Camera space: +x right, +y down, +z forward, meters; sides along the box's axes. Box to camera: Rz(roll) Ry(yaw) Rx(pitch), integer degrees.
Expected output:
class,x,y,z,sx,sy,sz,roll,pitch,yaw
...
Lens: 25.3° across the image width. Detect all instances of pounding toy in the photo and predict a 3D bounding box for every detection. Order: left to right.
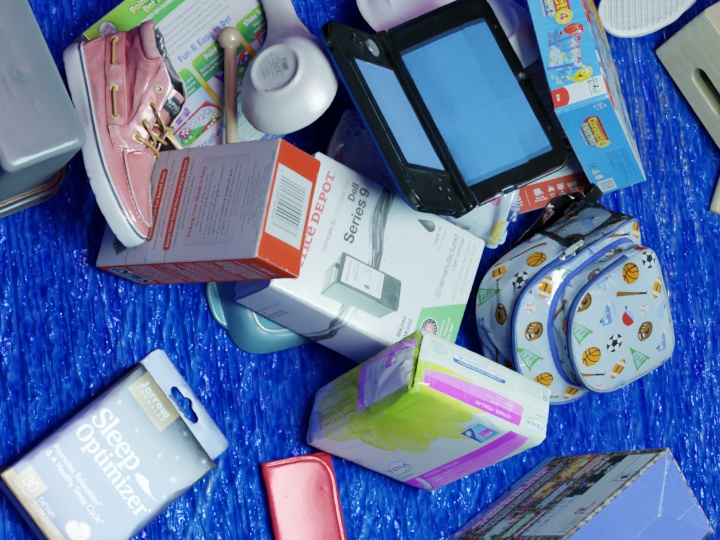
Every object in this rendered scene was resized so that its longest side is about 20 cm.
class,x,y,z,sx,sy,sz,roll,pitch,yaw
pounding toy,0.449,-0.207,1.842,0.184,0.142,0.200,-30,85,-31

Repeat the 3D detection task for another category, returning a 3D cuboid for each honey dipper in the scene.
class,x,y,z,sx,sy,sz,roll,pitch,yaw
honey dipper,-0.123,-0.134,1.503,0.038,0.038,0.201,3,75,-29

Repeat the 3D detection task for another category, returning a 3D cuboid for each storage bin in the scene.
class,x,y,z,sx,sy,sz,roll,pitch,yaw
storage bin,-0.328,-0.152,1.379,0.145,0.134,0.200,-25,92,-31

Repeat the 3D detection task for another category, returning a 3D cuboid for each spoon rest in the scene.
class,x,y,z,sx,sy,sz,roll,pitch,yaw
spoon rest,-0.075,-0.213,1.501,0.061,0.099,0.200,43,30,-59

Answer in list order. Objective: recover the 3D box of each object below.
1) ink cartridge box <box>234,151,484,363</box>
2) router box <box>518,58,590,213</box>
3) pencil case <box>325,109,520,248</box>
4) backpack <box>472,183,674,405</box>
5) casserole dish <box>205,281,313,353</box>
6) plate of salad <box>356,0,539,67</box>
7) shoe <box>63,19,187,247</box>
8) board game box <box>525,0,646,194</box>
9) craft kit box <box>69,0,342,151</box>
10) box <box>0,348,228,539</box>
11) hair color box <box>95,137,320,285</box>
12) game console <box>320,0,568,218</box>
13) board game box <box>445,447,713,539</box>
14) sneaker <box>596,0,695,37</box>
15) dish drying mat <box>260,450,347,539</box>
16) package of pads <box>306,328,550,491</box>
class,x,y,z,sx,sy,sz,roll,pitch,yaw
ink cartridge box,0.000,0.000,1.519,0.200,0.084,0.146,27,68,-22
router box,0.133,-0.142,1.685,0.200,0.049,0.180,-16,89,-30
pencil case,0.061,-0.090,1.574,0.199,0.083,0.091,18,112,3
backpack,0.216,0.045,1.632,0.190,0.154,0.200,-27,114,-16
casserole dish,-0.054,0.008,1.559,0.200,0.039,0.121,-14,87,-30
plate of salad,0.090,-0.251,1.641,0.199,0.048,0.200,11,38,-9
shoe,-0.196,-0.125,1.417,0.091,0.071,0.201,-20,71,8
board game box,0.226,-0.207,1.640,0.200,0.056,0.196,47,30,-61
craft kit box,-0.144,-0.201,1.545,0.200,0.048,0.198,-44,105,-28
box,-0.216,0.170,1.441,0.200,0.032,0.121,-40,101,-30
hair color box,-0.137,-0.049,1.426,0.064,0.200,0.111,29,66,-48
game console,0.080,-0.162,1.489,0.200,0.118,0.171,63,22,13
board game box,0.210,0.260,1.565,0.159,0.200,0.097,-34,99,-29
sneaker,0.353,-0.329,1.835,0.200,0.079,0.079,-34,92,-5
dish drying mat,-0.042,0.276,1.526,0.077,0.018,0.201,-8,85,-29
package of pads,0.057,0.136,1.502,0.154,0.200,0.068,24,57,-23
